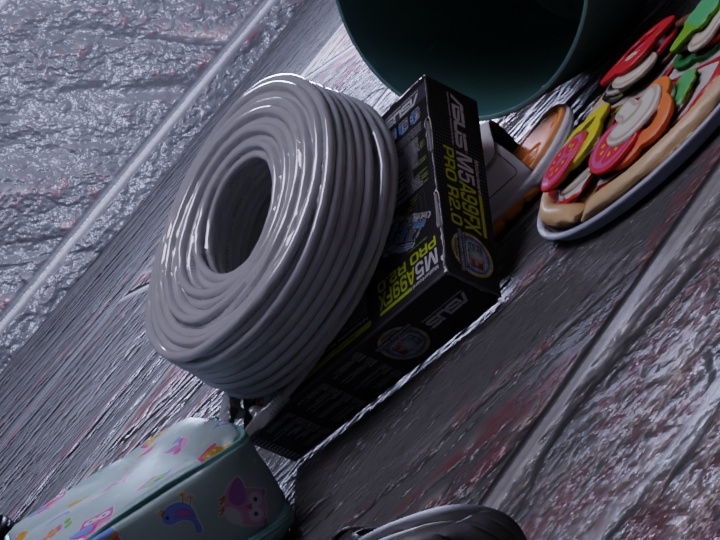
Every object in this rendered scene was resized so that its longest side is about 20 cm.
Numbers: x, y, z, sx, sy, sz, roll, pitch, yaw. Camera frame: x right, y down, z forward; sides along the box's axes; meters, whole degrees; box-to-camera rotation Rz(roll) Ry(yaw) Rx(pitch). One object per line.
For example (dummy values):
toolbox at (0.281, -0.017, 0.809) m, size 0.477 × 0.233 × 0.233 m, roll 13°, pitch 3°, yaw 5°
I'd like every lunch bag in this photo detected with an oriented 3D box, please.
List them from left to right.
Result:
lunch bag at (-0.132, 0.159, 1.259) m, size 0.160 × 0.077 × 0.200 m, roll -34°, pitch 7°, yaw -15°

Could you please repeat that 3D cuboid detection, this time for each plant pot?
plant pot at (0.107, -0.214, 1.409) m, size 0.201 × 0.201 × 0.161 m, roll -39°, pitch -10°, yaw 39°

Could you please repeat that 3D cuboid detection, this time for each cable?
cable at (-0.058, -0.023, 1.295) m, size 0.200 × 0.069 × 0.200 m, roll -50°, pitch 34°, yaw 26°

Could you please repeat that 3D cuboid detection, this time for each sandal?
sandal at (0.053, -0.037, 1.341) m, size 0.207 × 0.059 × 0.079 m, roll -47°, pitch 11°, yaw 4°

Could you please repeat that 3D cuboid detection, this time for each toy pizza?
toy pizza at (0.164, -0.099, 1.195) m, size 0.200 × 0.032 × 0.200 m, roll -46°, pitch 11°, yaw 12°

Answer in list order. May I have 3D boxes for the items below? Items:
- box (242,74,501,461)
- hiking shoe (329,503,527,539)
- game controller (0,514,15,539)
box at (0.000, 0.000, 1.302) m, size 0.200 × 0.044 × 0.160 m, roll -41°, pitch 38°, yaw 35°
hiking shoe at (0.004, 0.136, 0.900) m, size 0.200 × 0.076 × 0.101 m, roll -40°, pitch 17°, yaw 40°
game controller at (-0.371, 0.285, 1.930) m, size 0.104 × 0.042 × 0.200 m, roll -55°, pitch 12°, yaw -32°
